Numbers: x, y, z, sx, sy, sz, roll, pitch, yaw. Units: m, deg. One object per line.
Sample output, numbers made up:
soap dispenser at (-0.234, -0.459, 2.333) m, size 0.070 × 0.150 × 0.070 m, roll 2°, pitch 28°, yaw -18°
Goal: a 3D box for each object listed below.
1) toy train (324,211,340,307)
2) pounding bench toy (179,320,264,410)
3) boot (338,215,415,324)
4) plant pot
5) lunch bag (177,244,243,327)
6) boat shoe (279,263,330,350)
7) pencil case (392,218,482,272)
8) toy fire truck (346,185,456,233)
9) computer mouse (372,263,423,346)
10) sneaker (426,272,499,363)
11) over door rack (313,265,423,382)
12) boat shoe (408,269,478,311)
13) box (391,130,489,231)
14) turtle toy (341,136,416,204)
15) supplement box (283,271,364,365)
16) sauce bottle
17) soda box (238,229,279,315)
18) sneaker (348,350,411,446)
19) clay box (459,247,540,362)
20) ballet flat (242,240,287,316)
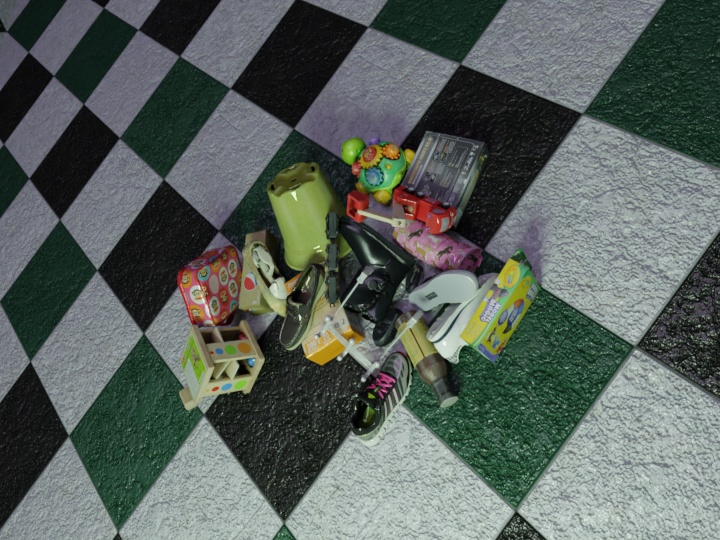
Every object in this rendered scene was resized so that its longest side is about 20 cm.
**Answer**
toy train at (-0.062, -0.023, 1.259) m, size 0.033 × 0.046 × 0.204 m, roll 1°, pitch 85°, yaw -11°
pounding bench toy at (-0.329, 0.234, 1.384) m, size 0.125 × 0.154 × 0.202 m, roll 55°, pitch 131°, yaw 34°
boot at (0.000, 0.000, 1.264) m, size 0.199 × 0.076 × 0.169 m, roll 34°, pitch 78°, yaw 0°
plant pot at (-0.118, -0.136, 1.343) m, size 0.197 × 0.186 × 0.202 m, roll -16°, pitch 35°, yaw 11°
lunch bag at (-0.349, 0.048, 1.432) m, size 0.080 × 0.200 × 0.179 m, roll -9°, pitch 108°, yaw 19°
boat shoe at (-0.135, 0.074, 1.282) m, size 0.072 × 0.065 × 0.203 m, roll 22°, pitch 89°, yaw 34°
pencil case at (0.160, -0.051, 1.249) m, size 0.199 × 0.083 × 0.087 m, roll 34°, pitch 76°, yaw 36°
toy fire truck at (0.084, -0.124, 1.228) m, size 0.198 × 0.049 × 0.140 m, roll 28°, pitch 40°, yaw 28°
computer mouse at (0.086, 0.078, 1.273) m, size 0.202 × 0.034 × 0.058 m, roll -59°, pitch 29°, yaw -10°
sneaker at (0.218, 0.089, 1.170) m, size 0.081 × 0.076 × 0.200 m, roll 45°, pitch 78°, yaw -6°
over door rack at (0.007, 0.114, 1.184) m, size 0.147 × 0.067 × 0.201 m, roll 41°, pitch 116°, yaw 6°
boat shoe at (0.168, 0.029, 1.175) m, size 0.057 × 0.069 × 0.199 m, roll -47°, pitch 12°, yaw -32°
box at (0.179, -0.204, 1.326) m, size 0.157 × 0.048 × 0.203 m, roll 19°, pitch 80°, yaw 35°
turtle toy at (0.030, -0.257, 1.400) m, size 0.199 × 0.101 × 0.147 m, roll 34°, pitch 88°, yaw 44°
supplement box at (-0.086, 0.091, 1.337) m, size 0.125 × 0.073 × 0.202 m, roll -33°, pitch 56°, yaw 14°
sauce bottle at (0.133, 0.176, 1.179) m, size 0.064 × 0.065 × 0.202 m, roll -33°, pitch 56°, yaw 14°
soda box at (-0.252, 0.005, 1.478) m, size 0.067 × 0.064 × 0.204 m, roll -11°, pitch 65°, yaw 26°
sneaker at (0.038, 0.253, 1.186) m, size 0.073 × 0.087 × 0.202 m, roll 23°, pitch 82°, yaw 35°
clay box at (0.274, 0.066, 1.113) m, size 0.047 × 0.115 × 0.202 m, roll 33°, pitch 88°, yaw 35°
ballet flat at (-0.213, 0.016, 1.400) m, size 0.070 × 0.071 × 0.202 m, roll -32°, pitch 86°, yaw 13°
